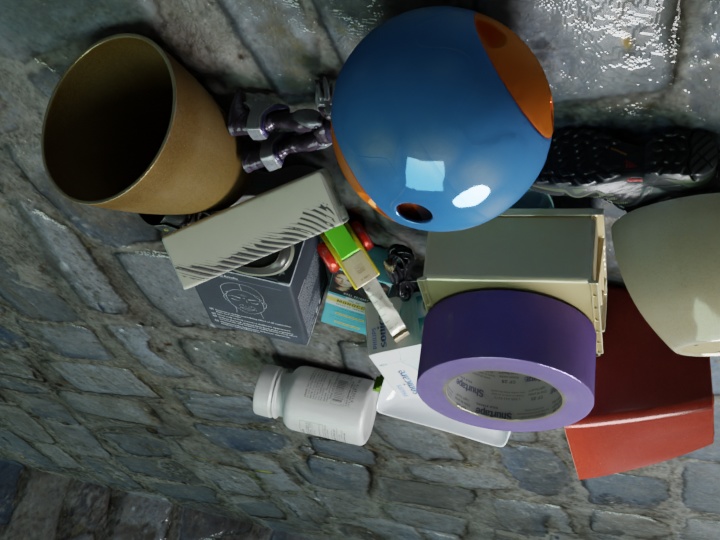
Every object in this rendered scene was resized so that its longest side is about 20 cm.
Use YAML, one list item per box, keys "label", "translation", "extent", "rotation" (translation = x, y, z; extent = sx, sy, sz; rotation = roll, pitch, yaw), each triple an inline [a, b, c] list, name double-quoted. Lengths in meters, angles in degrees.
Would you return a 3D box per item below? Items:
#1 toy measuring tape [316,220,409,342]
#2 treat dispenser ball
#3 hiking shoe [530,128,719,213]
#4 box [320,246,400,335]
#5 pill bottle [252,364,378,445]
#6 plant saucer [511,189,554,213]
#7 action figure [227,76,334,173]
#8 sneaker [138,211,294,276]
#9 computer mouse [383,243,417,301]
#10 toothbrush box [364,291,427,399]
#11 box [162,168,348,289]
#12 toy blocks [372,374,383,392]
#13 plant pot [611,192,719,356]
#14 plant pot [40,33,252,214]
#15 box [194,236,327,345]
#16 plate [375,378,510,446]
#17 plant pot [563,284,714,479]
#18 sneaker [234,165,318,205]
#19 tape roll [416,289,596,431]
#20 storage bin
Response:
- label: "toy measuring tape"
  translation: [0.000, 0.000, 1.474]
  extent: [0.074, 0.074, 0.200]
  rotation: [-14, 115, 48]
- label: "treat dispenser ball"
  translation: [0.073, -0.135, 1.033]
  extent: [0.201, 0.201, 0.201]
  rotation: [14, 155, 7]
- label: "hiking shoe"
  translation: [0.260, -0.087, 1.161]
  extent: [0.200, 0.076, 0.101]
  rotation: [3, 149, 25]
- label: "box"
  translation: [-0.002, 0.026, 1.594]
  extent: [0.082, 0.049, 0.200]
  rotation: [17, 156, 0]
- label: "pill bottle"
  translation: [-0.077, 0.225, 1.978]
  extent: [0.200, 0.114, 0.114]
  rotation: [11, 155, 11]
- label: "plant saucer"
  translation: [0.122, -0.093, 1.296]
  extent: [0.200, 0.027, 0.200]
  rotation: [13, 155, 6]
- label: "action figure"
  translation: [-0.042, -0.153, 1.233]
  extent: [0.200, 0.069, 0.130]
  rotation: [1, 144, 22]
- label: "sneaker"
  translation: [-0.185, -0.047, 1.413]
  extent: [0.200, 0.075, 0.106]
  rotation: [20, -178, 20]
- label: "computer mouse"
  translation: [0.131, -0.002, 1.443]
  extent: [0.200, 0.044, 0.110]
  rotation: [-1, 147, 17]
- label: "toothbrush box"
  translation: [0.122, 0.091, 1.540]
  extent: [0.200, 0.085, 0.146]
  rotation: [-14, 146, 14]
- label: "box"
  translation: [-0.119, -0.049, 1.320]
  extent: [0.200, 0.068, 0.082]
  rotation: [-23, -177, 9]
- label: "toy blocks"
  translation: [0.114, 0.146, 1.738]
  extent: [0.200, 0.100, 0.137]
  rotation: [10, 143, 15]
- label: "plant pot"
  translation: [0.360, 0.014, 1.168]
  extent: [0.200, 0.135, 0.200]
  rotation: [0, 166, 0]
- label: "plant pot"
  translation: [-0.215, -0.135, 1.271]
  extent: [0.186, 0.187, 0.200]
  rotation: [1, 167, 31]
- label: "box"
  translation: [-0.137, 0.003, 1.564]
  extent: [0.148, 0.107, 0.200]
  rotation: [13, 156, 10]
- label: "plate"
  translation: [0.140, 0.141, 1.656]
  extent: [0.199, 0.032, 0.200]
  rotation: [16, 114, 3]
- label: "plant pot"
  translation: [0.353, 0.138, 1.453]
  extent: [0.176, 0.200, 0.200]
  rotation: [-3, 150, 15]
- label: "sneaker"
  translation: [-0.134, -0.095, 1.406]
  extent: [0.200, 0.071, 0.080]
  rotation: [13, 158, 7]
- label: "tape roll"
  translation: [0.166, 0.106, 1.305]
  extent: [0.200, 0.085, 0.200]
  rotation: [7, 150, 4]
- label: "storage bin"
  translation: [0.182, 0.020, 1.330]
  extent: [0.200, 0.094, 0.199]
  rotation: [1, 150, 14]
